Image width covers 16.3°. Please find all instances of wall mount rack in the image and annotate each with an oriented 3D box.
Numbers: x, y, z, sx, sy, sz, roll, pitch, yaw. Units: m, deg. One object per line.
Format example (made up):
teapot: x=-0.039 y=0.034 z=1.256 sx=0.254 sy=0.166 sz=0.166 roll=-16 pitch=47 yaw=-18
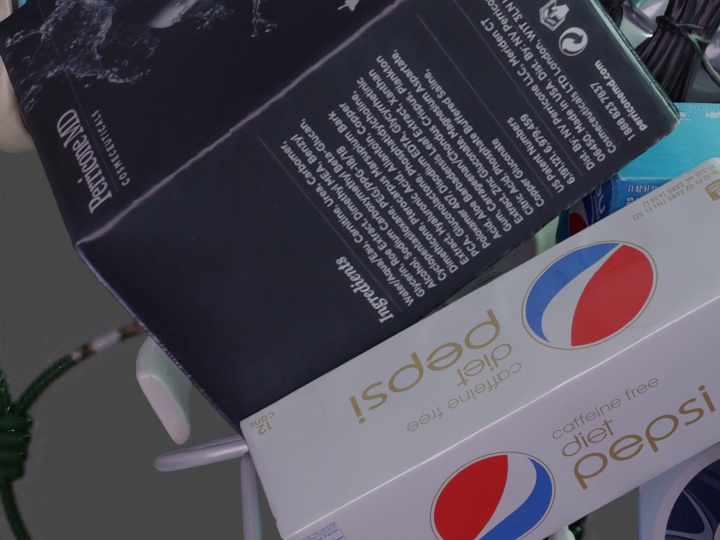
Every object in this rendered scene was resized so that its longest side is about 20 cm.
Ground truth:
wall mount rack: x=0.018 y=0.085 z=0.983 sx=0.199 sy=0.174 sz=0.075 roll=-14 pitch=91 yaw=5

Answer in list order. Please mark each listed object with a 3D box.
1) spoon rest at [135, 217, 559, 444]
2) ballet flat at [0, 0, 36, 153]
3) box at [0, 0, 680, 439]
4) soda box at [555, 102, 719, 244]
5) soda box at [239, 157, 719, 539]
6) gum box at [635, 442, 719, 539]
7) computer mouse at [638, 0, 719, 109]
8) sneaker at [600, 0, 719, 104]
spoon rest: x=0.000 y=0.000 z=1.037 sx=0.199 sy=0.061 sz=0.100 roll=-26 pitch=122 yaw=1
ballet flat: x=-0.152 y=-0.150 z=1.047 sx=0.069 sy=0.069 sz=0.201 roll=4 pitch=94 yaw=5
box: x=-0.017 y=-0.075 z=0.954 sx=0.200 sy=0.197 sz=0.117 roll=-38 pitch=123 yaw=5
soda box: x=0.180 y=-0.021 z=0.960 sx=0.199 sy=0.068 sz=0.064 roll=0 pitch=119 yaw=-11
soda box: x=0.062 y=0.045 z=0.886 sx=0.200 sy=0.068 sz=0.064 roll=-29 pitch=129 yaw=3
gum box: x=0.195 y=0.115 z=1.005 sx=0.169 sy=0.045 sz=0.201 roll=-2 pitch=74 yaw=5
computer mouse: x=0.198 y=-0.085 z=0.996 sx=0.199 sy=0.046 sz=0.141 roll=14 pitch=113 yaw=-18
sneaker: x=0.161 y=-0.118 z=1.026 sx=0.087 sy=0.074 sz=0.200 roll=40 pitch=101 yaw=-18
